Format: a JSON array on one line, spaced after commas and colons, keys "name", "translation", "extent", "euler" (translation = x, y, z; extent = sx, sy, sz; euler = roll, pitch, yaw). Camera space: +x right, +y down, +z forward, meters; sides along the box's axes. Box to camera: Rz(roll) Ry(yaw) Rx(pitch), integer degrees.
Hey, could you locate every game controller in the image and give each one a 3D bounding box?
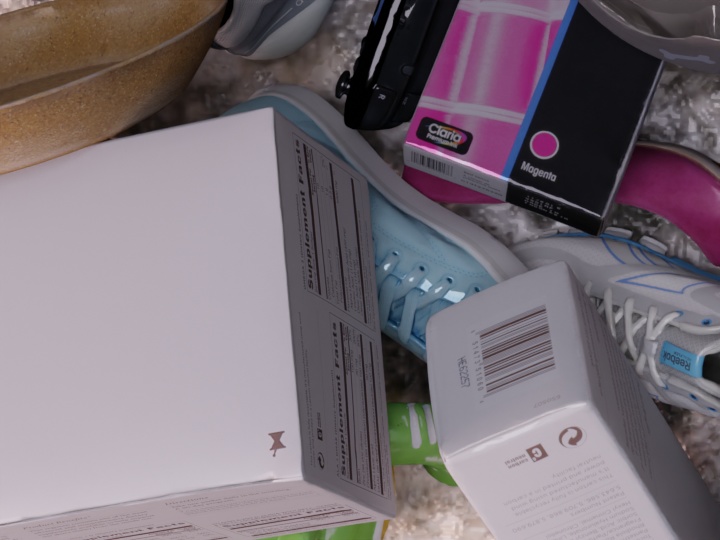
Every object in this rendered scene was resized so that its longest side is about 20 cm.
[{"name": "game controller", "translation": [0.032, -0.160, 1.169], "extent": [0.042, 0.104, 0.201], "euler": [18, 100, -12]}]

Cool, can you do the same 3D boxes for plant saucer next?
[{"name": "plant saucer", "translation": [-0.148, -0.076, 1.113], "extent": [0.199, 0.200, 0.036], "euler": [-11, 108, 14]}]

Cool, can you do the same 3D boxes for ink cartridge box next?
[{"name": "ink cartridge box", "translation": [0.097, -0.123, 1.153], "extent": [0.094, 0.037, 0.201], "euler": [20, 75, 6]}]

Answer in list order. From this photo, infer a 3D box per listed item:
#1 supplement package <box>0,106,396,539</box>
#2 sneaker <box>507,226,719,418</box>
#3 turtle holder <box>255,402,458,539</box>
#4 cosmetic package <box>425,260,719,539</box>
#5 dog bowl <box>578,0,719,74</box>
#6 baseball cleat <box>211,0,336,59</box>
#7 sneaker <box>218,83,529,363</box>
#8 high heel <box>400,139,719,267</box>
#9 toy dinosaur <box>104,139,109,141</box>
[{"name": "supplement package", "translation": [-0.101, 0.036, 1.097], "extent": [0.199, 0.111, 0.157], "euler": [-10, 74, 18]}, {"name": "sneaker", "translation": [0.139, 0.028, 1.173], "extent": [0.199, 0.087, 0.075], "euler": [10, 100, 14]}, {"name": "turtle holder", "translation": [-0.040, 0.089, 1.194], "extent": [0.185, 0.132, 0.141], "euler": [-43, 66, 6]}, {"name": "cosmetic package", "translation": [0.105, 0.103, 1.133], "extent": [0.074, 0.102, 0.200], "euler": [-23, 124, 14]}, {"name": "dog bowl", "translation": [0.164, -0.174, 1.118], "extent": [0.199, 0.059, 0.201], "euler": [1, 70, -2]}, {"name": "baseball cleat", "translation": [-0.021, -0.190, 1.176], "extent": [0.070, 0.106, 0.201], "euler": [23, 98, 25]}, {"name": "sneaker", "translation": [0.000, 0.000, 1.177], "extent": [0.200, 0.082, 0.074], "euler": [39, 130, 17]}, {"name": "high heel", "translation": [0.116, -0.023, 1.183], "extent": [0.200, 0.067, 0.096], "euler": [37, 99, 20]}, {"name": "toy dinosaur", "translation": [-0.141, -0.029, 1.237], "extent": [0.200, 0.086, 0.136], "euler": [44, 103, 1]}]
